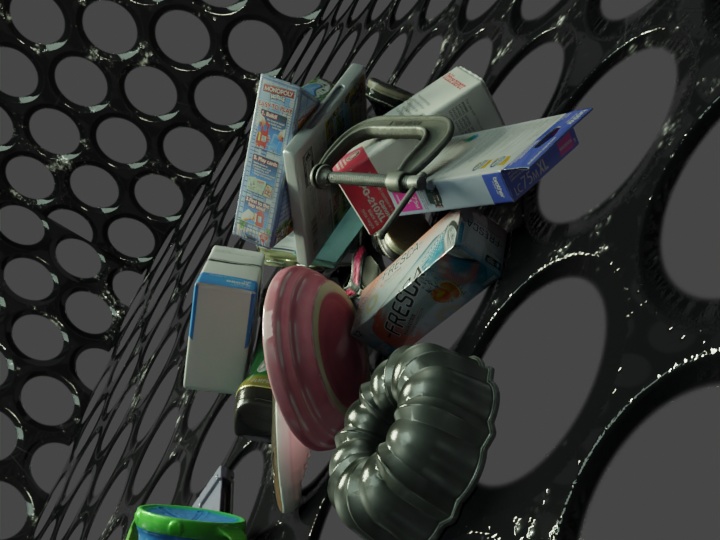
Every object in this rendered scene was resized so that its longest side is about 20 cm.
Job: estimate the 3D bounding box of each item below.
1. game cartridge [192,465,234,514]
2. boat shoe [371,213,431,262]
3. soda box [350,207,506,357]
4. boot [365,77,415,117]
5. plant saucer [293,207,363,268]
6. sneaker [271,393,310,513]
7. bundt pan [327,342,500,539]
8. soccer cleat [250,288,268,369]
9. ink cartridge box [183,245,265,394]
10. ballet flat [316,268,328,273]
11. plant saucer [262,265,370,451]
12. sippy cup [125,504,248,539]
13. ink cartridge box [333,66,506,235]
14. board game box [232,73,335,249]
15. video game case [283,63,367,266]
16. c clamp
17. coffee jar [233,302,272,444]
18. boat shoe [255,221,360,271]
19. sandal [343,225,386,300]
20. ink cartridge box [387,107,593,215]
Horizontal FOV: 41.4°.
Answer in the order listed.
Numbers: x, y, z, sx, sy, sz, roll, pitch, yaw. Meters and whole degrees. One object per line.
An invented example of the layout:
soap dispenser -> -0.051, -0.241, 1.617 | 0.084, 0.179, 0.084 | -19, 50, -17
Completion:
game cartridge -> -0.219, 0.375, 1.305 | 0.130, 0.038, 0.201 | -51, 19, 14
boat shoe -> 0.045, -0.046, 1.182 | 0.066, 0.071, 0.201 | -59, 14, 21
soda box -> 0.069, 0.015, 1.016 | 0.200, 0.063, 0.069 | -44, 23, 44
boot -> 0.036, -0.161, 1.268 | 0.153, 0.072, 0.199 | -63, -21, 4
plant saucer -> -0.020, -0.069, 1.348 | 0.201, 0.069, 0.019 | -54, -33, -44
sneaker -> -0.062, 0.179, 1.110 | 0.073, 0.083, 0.205 | 154, 118, -76
bundt pan -> 0.037, 0.152, 0.866 | 0.203, 0.075, 0.203 | -52, 18, 24
soccer cleat -> -0.105, 0.114, 1.346 | 0.070, 0.084, 0.205 | 54, -140, -73
ink cartridge box -> -0.185, 0.063, 1.319 | 0.200, 0.082, 0.148 | -96, 15, -74
ballet flat -> -0.075, -0.007, 1.439 | 0.068, 0.074, 0.203 | 90, -154, -79
plant saucer -> -0.040, 0.091, 1.038 | 0.050, 0.202, 0.203 | -14, 37, 20
sippy cup -> -0.211, 0.358, 1.141 | 0.177, 0.137, 0.133 | 162, 116, -70
ink cartridge box -> 0.066, -0.146, 1.129 | 0.198, 0.085, 0.145 | -33, 19, 4
board game box -> -0.082, -0.164, 1.219 | 0.200, 0.061, 0.203 | -46, -30, -50
video game case -> -0.039, -0.135, 1.241 | 0.183, 0.023, 0.202 | -56, -24, -34
c clamp -> 0.013, -0.113, 1.004 | 0.171, 0.027, 0.198 | -47, 33, -19
coffee jar -> -0.098, 0.130, 1.231 | 0.086, 0.102, 0.202 | 99, -176, -46
boat shoe -> -0.066, -0.033, 1.381 | 0.197, 0.063, 0.072 | 11, 41, 30
sandal -> 0.000, 0.000, 1.226 | 0.202, 0.044, 0.076 | -96, 27, -52
ink cartridge box -> 0.131, -0.105, 0.951 | 0.119, 0.042, 0.198 | -40, 19, -33
